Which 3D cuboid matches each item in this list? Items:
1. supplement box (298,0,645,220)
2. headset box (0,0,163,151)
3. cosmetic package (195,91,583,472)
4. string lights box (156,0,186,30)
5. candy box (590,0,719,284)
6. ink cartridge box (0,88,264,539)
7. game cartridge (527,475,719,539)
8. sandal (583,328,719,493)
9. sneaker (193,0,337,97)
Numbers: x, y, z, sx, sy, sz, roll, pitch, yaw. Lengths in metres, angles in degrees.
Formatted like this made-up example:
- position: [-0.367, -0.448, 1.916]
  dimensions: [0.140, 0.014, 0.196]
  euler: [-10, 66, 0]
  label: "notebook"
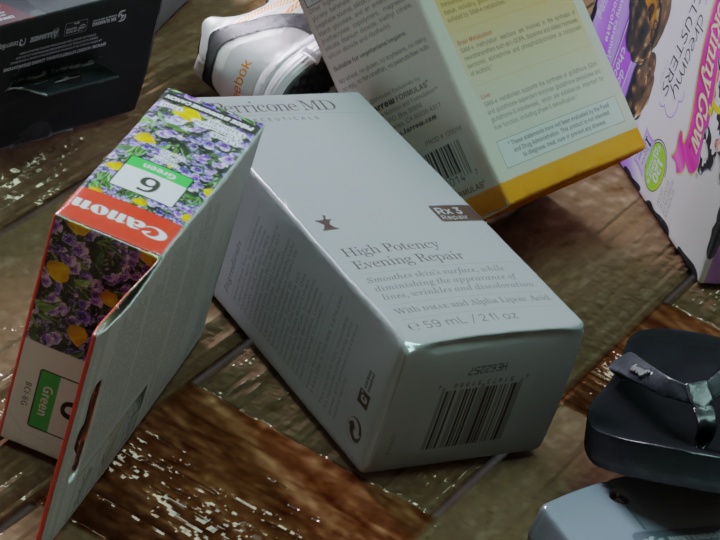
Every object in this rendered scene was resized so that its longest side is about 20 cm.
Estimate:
- position: [0.042, -0.125, 1.435]
  dimensions: [0.126, 0.073, 0.201]
  euler: [-22, 88, -49]
  label: "supplement box"
- position: [-0.203, -0.129, 1.410]
  dimensions: [0.200, 0.078, 0.148]
  euler: [33, 33, 28]
  label: "headset box"
- position: [0.000, 0.000, 1.309]
  dimensions: [0.101, 0.074, 0.200]
  euler: [-5, 38, -36]
  label: "cosmetic package"
- position: [-0.177, -0.201, 1.561]
  dimensions: [0.199, 0.059, 0.103]
  euler: [23, 29, 8]
  label: "string lights box"
- position: [0.192, -0.114, 1.508]
  dimensions: [0.071, 0.169, 0.200]
  euler: [4, 32, -22]
  label: "candy box"
- position: [-0.102, 0.016, 1.187]
  dimensions: [0.050, 0.109, 0.200]
  euler: [22, 30, 7]
  label: "ink cartridge box"
- position: [0.173, 0.131, 1.222]
  dimensions: [0.199, 0.041, 0.134]
  euler: [-1, 38, -30]
  label: "game cartridge"
- position: [0.137, 0.051, 1.282]
  dimensions: [0.076, 0.043, 0.200]
  euler: [8, 15, 2]
  label: "sandal"
- position: [-0.005, -0.124, 1.514]
  dimensions: [0.080, 0.074, 0.200]
  euler: [31, 31, 27]
  label: "sneaker"
